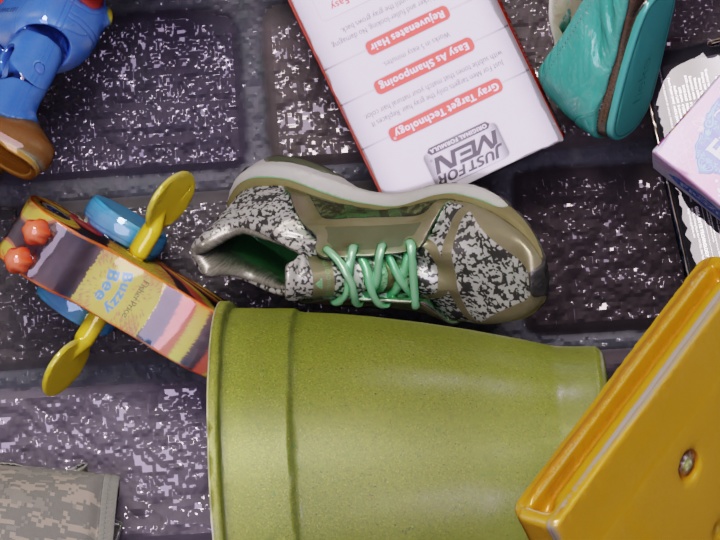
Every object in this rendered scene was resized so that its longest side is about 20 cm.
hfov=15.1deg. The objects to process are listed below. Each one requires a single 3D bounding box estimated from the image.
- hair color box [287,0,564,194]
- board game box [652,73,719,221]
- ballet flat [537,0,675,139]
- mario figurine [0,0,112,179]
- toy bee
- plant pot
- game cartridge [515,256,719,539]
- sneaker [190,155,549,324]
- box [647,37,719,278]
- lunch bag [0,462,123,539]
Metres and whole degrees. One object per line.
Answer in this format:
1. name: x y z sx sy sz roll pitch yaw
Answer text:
1. hair color box: 0.020 -0.137 1.424 0.101 0.061 0.200 -25 91 6
2. board game box: 0.285 -0.068 1.359 0.199 0.041 0.200 40 86 12
3. ballet flat: 0.133 -0.159 1.351 0.070 0.067 0.200 34 125 21
4. mario figurine: -0.141 -0.132 1.413 0.123 0.106 0.200 19 72 22
5. toy bee: -0.149 0.003 1.422 0.200 0.109 0.131 11 96 3
6. plant pot: 0.032 0.109 1.357 0.193 0.200 0.200 -3 93 4
7. game cartridge: 0.162 0.123 1.315 0.176 0.032 0.200 -49 133 -28
8. sneaker: 0.000 0.000 1.370 0.200 0.089 0.077 9 120 32
9. box: 0.261 -0.035 1.401 0.198 0.050 0.200 -13 79 4
10. lunch bag: -0.212 0.179 1.409 0.164 0.200 0.118 7 135 -4
